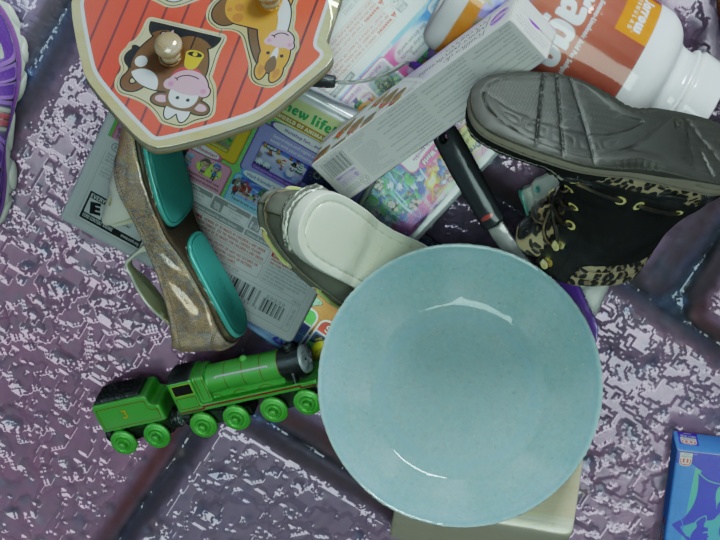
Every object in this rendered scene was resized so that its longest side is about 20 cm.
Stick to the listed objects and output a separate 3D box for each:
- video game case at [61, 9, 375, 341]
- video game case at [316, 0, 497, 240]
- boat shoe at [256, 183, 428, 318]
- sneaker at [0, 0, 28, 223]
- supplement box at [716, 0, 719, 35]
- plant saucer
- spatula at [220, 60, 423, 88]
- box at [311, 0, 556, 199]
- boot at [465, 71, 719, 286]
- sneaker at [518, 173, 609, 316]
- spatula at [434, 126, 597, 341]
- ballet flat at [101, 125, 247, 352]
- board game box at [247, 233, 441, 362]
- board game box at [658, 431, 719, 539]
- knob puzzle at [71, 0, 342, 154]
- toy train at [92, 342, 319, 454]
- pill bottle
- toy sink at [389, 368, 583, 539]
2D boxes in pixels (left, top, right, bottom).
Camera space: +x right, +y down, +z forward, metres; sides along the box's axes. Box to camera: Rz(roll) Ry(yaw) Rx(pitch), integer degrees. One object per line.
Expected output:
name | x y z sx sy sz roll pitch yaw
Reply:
video game case | -0.098 -0.070 1.624 0.199 0.022 0.183 28 111 1
video game case | 0.037 -0.150 1.619 0.182 0.024 0.200 43 96 -5
boat shoe | 0.001 -0.003 1.595 0.202 0.060 0.072 39 76 -44
sneaker | -0.291 -0.116 1.638 0.080 0.083 0.201 0 105 4
supplement box | 0.328 -0.143 1.576 0.130 0.103 0.201 -8 105 7
plant saucer | 0.069 0.082 1.552 0.200 0.039 0.202 0 78 -1
spatula | -0.003 -0.140 1.574 0.199 0.057 0.021 1 94 -4
box | 0.048 -0.118 1.518 0.041 0.039 0.200 43 127 -16
boot | 0.145 -0.059 1.513 0.199 0.073 0.151 9 147 -18
sneaker | 0.155 -0.031 1.643 0.088 0.075 0.201 17 97 5
spatula | 0.108 -0.022 1.603 0.056 0.021 0.201 -29 96 32
ballet flat | -0.149 -0.028 1.603 0.067 0.068 0.201 -15 103 23
board game box | -0.021 0.005 1.677 0.200 0.034 0.136 35 104 -6
board game box | 0.306 0.233 1.715 0.151 0.045 0.201 5 107 2
knob puzzle | -0.114 -0.173 1.557 0.218 0.030 0.221 -2 63 3
toy train | -0.114 0.095 1.685 0.199 0.042 0.057 -14 116 21
pill bottle | 0.154 -0.158 1.550 0.199 0.112 0.112 30 106 -4
toy sink | 0.095 0.146 1.659 0.130 0.200 0.113 9 77 3
